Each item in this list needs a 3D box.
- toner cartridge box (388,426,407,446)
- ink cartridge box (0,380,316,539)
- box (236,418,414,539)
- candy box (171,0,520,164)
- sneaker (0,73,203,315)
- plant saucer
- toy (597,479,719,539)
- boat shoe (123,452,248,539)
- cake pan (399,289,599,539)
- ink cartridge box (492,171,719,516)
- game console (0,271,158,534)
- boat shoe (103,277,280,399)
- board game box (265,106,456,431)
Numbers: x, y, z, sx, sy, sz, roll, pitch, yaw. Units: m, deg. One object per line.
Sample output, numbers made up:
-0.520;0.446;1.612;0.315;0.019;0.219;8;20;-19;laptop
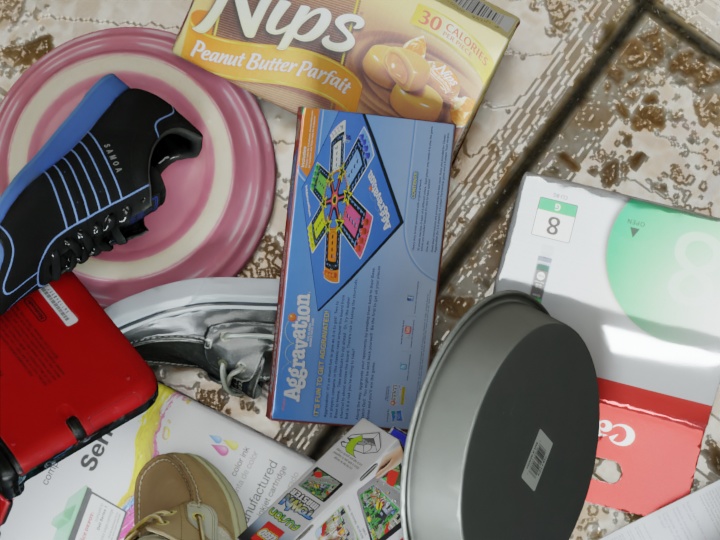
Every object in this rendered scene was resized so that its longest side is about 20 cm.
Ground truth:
-0.008;0.200;1.611;0.043;0.095;0.200;32;86;14;toner cartridge box
-0.138;0.149;1.630;0.199;0.084;0.145;26;86;6;ink cartridge box
0.004;0.195;1.535;0.110;0.200;0.035;-42;45;-20;box
-0.010;-0.154;1.645;0.199;0.055;0.116;27;113;3;candy box
-0.175;-0.038;1.582;0.078;0.070;0.200;28;61;9;sneaker
-0.157;-0.066;1.671;0.200;0.051;0.201;0;83;3;plant saucer
0.257;0.179;1.622;0.200;0.047;0.115;-28;100;5;toy
-0.109;0.176;1.497;0.066;0.200;0.074;27;114;-33;boat shoe
0.092;0.114;1.553;0.037;0.200;0.201;11;84;32;cake pan
0.160;0.051;1.645;0.160;0.050;0.201;14;83;5;ink cartridge box
-0.241;0.084;1.606;0.172;0.119;0.200;-30;56;-19;game console
-0.073;0.047;1.635;0.199;0.072;0.071;-5;68;-2;boat shoe
0.000;0.000;1.607;0.103;0.019;0.201;6;93;-15;board game box
